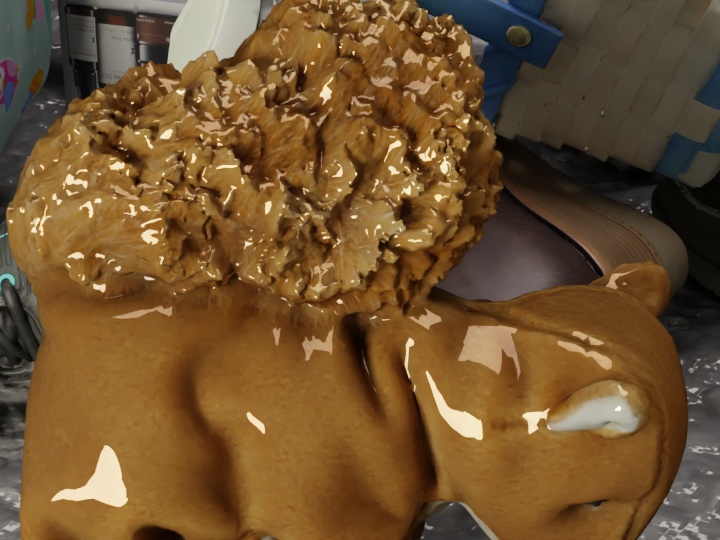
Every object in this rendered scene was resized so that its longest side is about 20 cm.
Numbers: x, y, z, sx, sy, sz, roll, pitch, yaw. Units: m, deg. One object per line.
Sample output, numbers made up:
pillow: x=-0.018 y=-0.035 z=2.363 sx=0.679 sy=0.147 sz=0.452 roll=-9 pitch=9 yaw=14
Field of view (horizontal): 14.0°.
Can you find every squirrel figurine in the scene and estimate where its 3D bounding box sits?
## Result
squirrel figurine: x=0.000 y=0.018 z=0.869 sx=0.186 sy=0.201 sz=0.142 roll=-4 pitch=19 yaw=16

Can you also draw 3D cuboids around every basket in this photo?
basket: x=0.072 y=-0.129 z=1.079 sx=0.199 sy=0.139 sz=0.177 roll=32 pitch=42 yaw=2

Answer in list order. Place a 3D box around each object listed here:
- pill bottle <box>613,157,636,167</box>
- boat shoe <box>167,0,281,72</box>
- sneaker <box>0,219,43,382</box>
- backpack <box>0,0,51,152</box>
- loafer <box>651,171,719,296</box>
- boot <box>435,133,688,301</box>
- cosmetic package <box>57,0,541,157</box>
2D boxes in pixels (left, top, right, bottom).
pill bottle: x=0.101 y=-0.129 z=1.279 sx=0.113 sy=0.114 sz=0.200 roll=-10 pitch=26 yaw=-18
boat shoe: x=-0.055 y=-0.035 z=1.048 sx=0.060 sy=0.202 sz=0.072 roll=14 pitch=58 yaw=-16
sneaker: x=-0.140 y=0.021 z=1.035 sx=0.199 sy=0.076 sz=0.079 roll=-1 pitch=34 yaw=33
backpack: x=-0.228 y=-0.092 z=1.157 sx=0.199 sy=0.176 sz=0.154 roll=4 pitch=42 yaw=13
loafer: x=0.190 y=-0.017 z=1.083 sx=0.075 sy=0.070 sz=0.200 roll=-23 pitch=32 yaw=-38
boot: x=0.000 y=0.000 z=1.058 sx=0.199 sy=0.073 sz=0.166 roll=19 pitch=33 yaw=40
cosmetic package: x=-0.026 y=-0.075 z=1.210 sx=0.199 sy=0.083 sz=0.051 roll=8 pitch=29 yaw=22
